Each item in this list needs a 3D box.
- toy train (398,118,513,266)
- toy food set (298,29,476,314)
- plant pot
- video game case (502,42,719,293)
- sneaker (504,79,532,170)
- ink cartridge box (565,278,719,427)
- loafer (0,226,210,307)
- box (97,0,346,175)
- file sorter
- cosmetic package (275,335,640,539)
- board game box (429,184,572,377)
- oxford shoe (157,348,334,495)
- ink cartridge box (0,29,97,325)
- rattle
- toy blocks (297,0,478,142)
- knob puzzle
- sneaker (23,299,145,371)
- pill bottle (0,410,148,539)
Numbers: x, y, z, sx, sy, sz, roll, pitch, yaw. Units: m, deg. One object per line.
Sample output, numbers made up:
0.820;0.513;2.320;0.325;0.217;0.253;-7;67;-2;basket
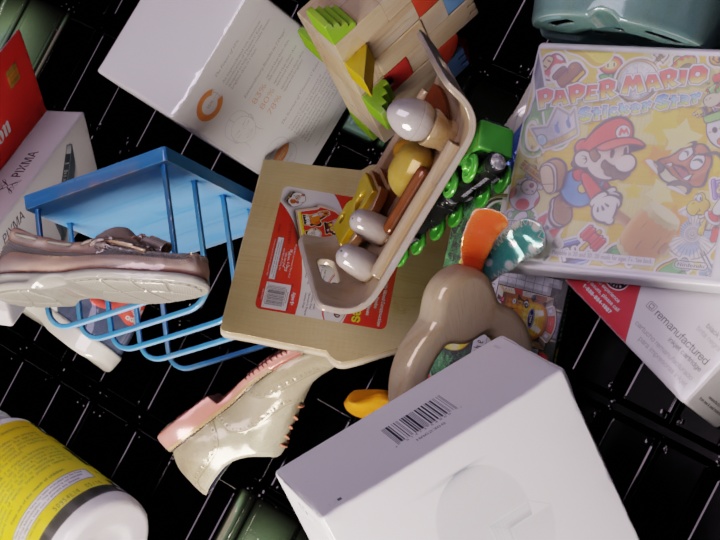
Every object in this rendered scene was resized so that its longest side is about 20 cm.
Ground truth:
0.058;-0.059;1.584;0.200;0.041;0.057;-36;43;56;toy train
0.014;-0.077;1.575;0.201;0.060;0.144;-58;19;15;toy food set
0.224;-0.268;1.581;0.199;0.200;0.198;10;85;31;plant pot
0.209;-0.079;1.520;0.199;0.023;0.183;5;75;28;video game case
0.158;-0.072;1.615;0.111;0.077;0.201;25;80;42;sneaker
0.278;-0.009;1.525;0.200;0.084;0.144;-46;58;6;ink cartridge box
-0.202;-0.010;1.575;0.199;0.072;0.063;-3;72;30;loafer
-0.105;-0.165;1.719;0.097;0.200;0.125;31;90;32;box
-0.161;-0.002;1.700;0.138;0.200;0.124;-17;70;23;file sorter
0.079;0.189;1.454;0.199;0.201;0.123;-30;18;-11;cosmetic package
0.110;0.028;1.595;0.104;0.023;0.202;14;99;21;board game box
-0.071;0.112;1.700;0.199;0.071;0.074;-34;86;15;oxford shoe
-0.297;-0.082;1.762;0.044;0.177;0.200;4;38;19;ink cartridge box
0.062;0.034;1.551;0.143;0.129;0.202;-135;43;-68;rattle
0.034;-0.201;1.676;0.137;0.200;0.100;-42;59;-7;toy blocks
0.000;0.000;1.672;0.218;0.031;0.221;1;55;-2;knob puzzle
-0.271;0.010;1.834;0.199;0.075;0.085;32;83;27;sneaker
-0.286;0.198;1.751;0.199;0.114;0.115;31;90;32;pill bottle
